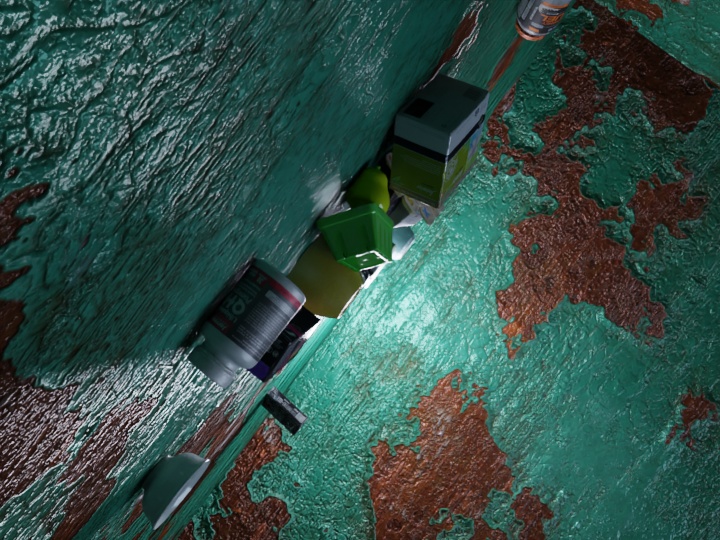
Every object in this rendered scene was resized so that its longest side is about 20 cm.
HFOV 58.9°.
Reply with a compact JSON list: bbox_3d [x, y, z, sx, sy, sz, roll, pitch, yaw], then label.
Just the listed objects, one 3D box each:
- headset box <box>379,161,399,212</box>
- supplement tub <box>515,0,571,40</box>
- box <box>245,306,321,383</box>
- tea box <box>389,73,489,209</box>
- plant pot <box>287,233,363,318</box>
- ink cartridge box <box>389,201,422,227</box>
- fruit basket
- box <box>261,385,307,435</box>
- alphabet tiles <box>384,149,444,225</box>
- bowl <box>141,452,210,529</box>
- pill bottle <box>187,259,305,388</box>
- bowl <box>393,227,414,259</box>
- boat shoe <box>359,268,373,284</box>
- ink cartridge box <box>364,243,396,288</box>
[{"bbox_3d":[0.063,-0.199,1.584,0.149,0.077,0.200,-57,172,36],"label":"headset box"},{"bbox_3d":[0.498,-0.724,1.715,0.123,0.122,0.200,-51,174,-20],"label":"supplement tub"},{"bbox_3d":[-0.181,0.127,1.314,0.107,0.122,0.200,-55,175,15],"label":"box"},{"bbox_3d":[0.171,-0.283,1.397,0.200,0.133,0.198,-49,155,-36],"label":"tea box"},{"bbox_3d":[-0.077,0.029,1.482,0.201,0.141,0.200,-52,175,-6],"label":"plant pot"},{"bbox_3d":[0.122,-0.191,1.695,0.200,0.056,0.165,138,-38,-63],"label":"ink cartridge box"},{"bbox_3d":[-0.001,-0.117,1.367,0.154,0.218,0.216,-16,-178,12],"label":"fruit basket"},{"bbox_3d":[-0.327,0.603,2.727,0.050,0.200,0.158,-44,170,-33],"label":"box"},{"bbox_3d":[0.135,-0.211,1.530,0.015,0.197,0.200,-28,-169,37],"label":"alphabet tiles"},{"bbox_3d":[-0.464,0.515,1.544,0.202,0.090,0.201,-53,175,-6],"label":"bowl"},{"bbox_3d":[-0.190,0.090,1.054,0.201,0.110,0.111,-52,175,-12],"label":"pill bottle"},{"bbox_3d":[0.170,-0.127,2.845,0.202,0.105,0.201,-53,175,-6],"label":"bowl"},{"bbox_3d":[0.000,0.000,1.615,0.060,0.076,0.200,-41,180,-9],"label":"boat shoe"},{"bbox_3d":[0.046,-0.036,2.451,0.201,0.087,0.145,-55,174,-1],"label":"ink cartridge box"}]
